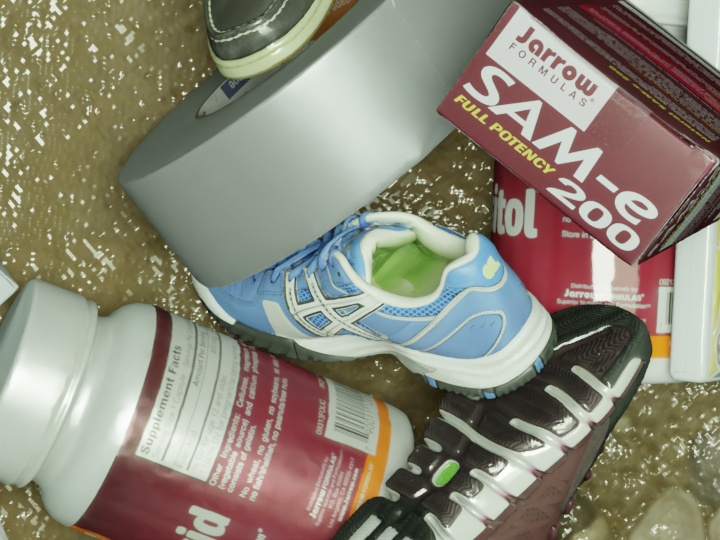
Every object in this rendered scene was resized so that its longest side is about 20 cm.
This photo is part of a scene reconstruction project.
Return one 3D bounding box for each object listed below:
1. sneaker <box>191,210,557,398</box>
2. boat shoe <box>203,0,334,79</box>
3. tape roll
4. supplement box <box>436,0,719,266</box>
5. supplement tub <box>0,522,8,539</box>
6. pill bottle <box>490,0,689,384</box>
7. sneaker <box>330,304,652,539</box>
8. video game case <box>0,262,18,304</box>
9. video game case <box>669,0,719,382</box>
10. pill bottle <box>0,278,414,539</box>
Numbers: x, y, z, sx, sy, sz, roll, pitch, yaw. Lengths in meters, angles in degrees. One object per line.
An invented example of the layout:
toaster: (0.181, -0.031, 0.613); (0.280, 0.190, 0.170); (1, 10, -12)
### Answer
sneaker: (0.000, 0.000, 1.226); (0.076, 0.199, 0.077); (-58, 140, -31)
boat shoe: (-0.046, -0.175, 1.194); (0.072, 0.201, 0.066); (-14, 133, 26)
tape roll: (-0.017, -0.080, 1.199); (0.200, 0.200, 0.066); (-40, 103, -8)
supplement box: (0.116, -0.066, 1.118); (0.109, 0.200, 0.061); (39, 106, 10)
supplement tub: (-0.227, 0.166, 1.121); (0.144, 0.200, 0.145); (-1, 132, -1)
pill bottle: (0.122, -0.048, 1.281); (0.112, 0.113, 0.201); (2, 93, -14)
sneaker: (0.075, 0.114, 1.220); (0.200, 0.076, 0.116); (-43, 131, -11)
video game case: (-0.283, 0.019, 1.167); (0.200, 0.045, 0.181); (-43, 140, -3)
video game case: (0.210, -0.049, 1.290); (0.182, 0.023, 0.201); (-3, 97, -56)
pill bottle: (-0.085, 0.085, 1.239); (0.199, 0.114, 0.115); (23, 89, -14)
